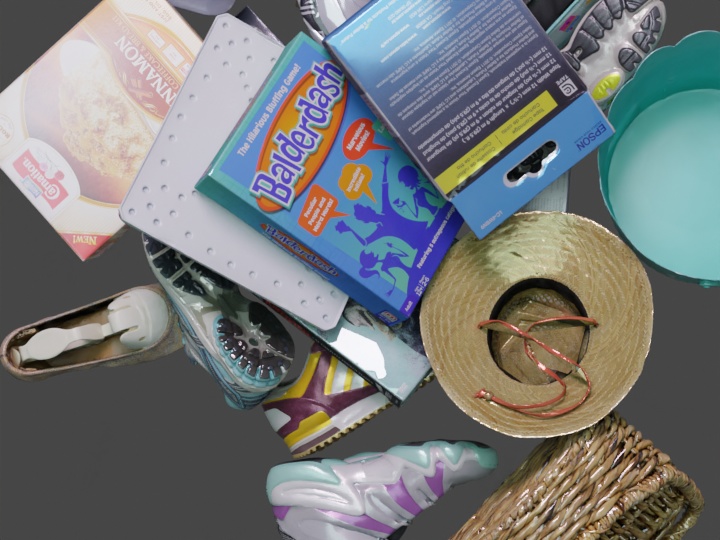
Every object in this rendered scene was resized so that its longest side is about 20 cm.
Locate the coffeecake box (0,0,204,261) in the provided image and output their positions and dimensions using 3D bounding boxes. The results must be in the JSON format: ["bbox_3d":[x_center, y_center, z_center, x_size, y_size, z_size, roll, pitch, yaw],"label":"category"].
[{"bbox_3d":[-0.209,-0.131,1.414,0.200,0.073,0.154,-42,92,2],"label":"coffeecake box"}]

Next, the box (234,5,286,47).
[{"bbox_3d":[-0.090,-0.110,1.469,0.159,0.046,0.200,-44,79,0],"label":"box"}]

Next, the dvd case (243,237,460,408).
[{"bbox_3d":[0.000,0.000,1.389,0.200,0.022,0.146,37,73,13],"label":"dvd case"}]

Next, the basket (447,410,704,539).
[{"bbox_3d":[0.178,0.221,1.324,0.149,0.143,0.200,44,88,0],"label":"basket"}]

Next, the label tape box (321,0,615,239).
[{"bbox_3d":[0.085,-0.147,1.310,0.143,0.066,0.200,-38,99,-1],"label":"label tape box"}]

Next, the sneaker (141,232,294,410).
[{"bbox_3d":[-0.137,0.035,1.416,0.077,0.086,0.200,-15,60,-34],"label":"sneaker"}]

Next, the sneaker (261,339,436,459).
[{"bbox_3d":[0.005,0.077,1.415,0.200,0.075,0.090,-33,84,1],"label":"sneaker"}]

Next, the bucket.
[{"bbox_3d":[0.293,-0.083,1.367,0.206,0.135,0.208,-1,83,8],"label":"bucket"}]

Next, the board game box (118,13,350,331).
[{"bbox_3d":[-0.073,-0.080,1.357,0.200,0.026,0.201,29,70,-14],"label":"board game box"}]

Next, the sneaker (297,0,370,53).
[{"bbox_3d":[0.002,-0.267,1.349,0.115,0.075,0.201,-24,76,40],"label":"sneaker"}]

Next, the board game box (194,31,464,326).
[{"bbox_3d":[-0.012,-0.074,1.340,0.200,0.045,0.152,35,69,-11],"label":"board game box"}]

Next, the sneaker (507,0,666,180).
[{"bbox_3d":[0.184,-0.151,1.388,0.200,0.080,0.078,-44,82,15],"label":"sneaker"}]

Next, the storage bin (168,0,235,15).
[{"bbox_3d":[-0.130,-0.345,1.429,0.145,0.200,0.135,17,46,10],"label":"storage bin"}]

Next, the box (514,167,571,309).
[{"bbox_3d":[0.157,-0.008,1.424,0.041,0.039,0.201,3,82,8],"label":"box"}]

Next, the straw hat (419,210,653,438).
[{"bbox_3d":[0.146,0.059,1.345,0.200,0.085,0.202,-5,61,10],"label":"straw hat"}]

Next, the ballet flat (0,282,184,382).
[{"bbox_3d":[-0.226,0.056,1.453,0.199,0.067,0.068,-20,80,4],"label":"ballet flat"}]

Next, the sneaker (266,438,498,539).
[{"bbox_3d":[0.026,0.220,1.398,0.199,0.078,0.140,-9,86,11],"label":"sneaker"}]

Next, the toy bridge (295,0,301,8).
[{"bbox_3d":[-0.024,-0.235,1.461,0.067,0.027,0.201,21,68,-1],"label":"toy bridge"}]

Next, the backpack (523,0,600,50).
[{"bbox_3d":[0.140,-0.274,1.399,0.176,0.153,0.200,50,117,13],"label":"backpack"}]
